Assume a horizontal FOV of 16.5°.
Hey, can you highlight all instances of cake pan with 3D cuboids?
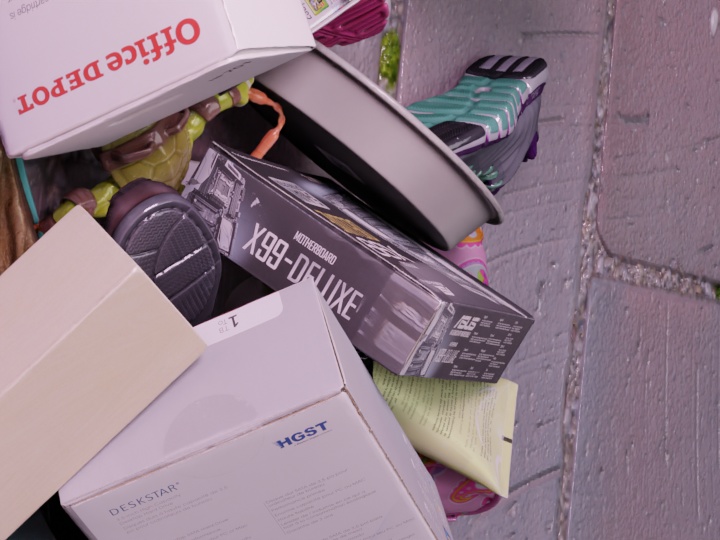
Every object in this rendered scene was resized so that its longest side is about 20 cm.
[{"bbox_3d":[-0.003,-0.078,1.462,0.037,0.200,0.200,-51,142,-5],"label":"cake pan"}]

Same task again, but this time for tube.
[{"bbox_3d":[0.010,0.065,1.437,0.199,0.052,0.058,24,96,-26],"label":"tube"}]

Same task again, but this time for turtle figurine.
[{"bbox_3d":[-0.133,-0.073,1.334,0.200,0.064,0.162,-38,116,-19],"label":"turtle figurine"}]

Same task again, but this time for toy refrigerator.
[{"bbox_3d":[-0.179,0.069,1.208,0.200,0.070,0.076,-44,138,-5],"label":"toy refrigerator"}]

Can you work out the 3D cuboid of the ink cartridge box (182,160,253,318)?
[{"bbox_3d":[-0.076,-0.012,1.483,0.199,0.037,0.095,7,87,-56],"label":"ink cartridge box"}]

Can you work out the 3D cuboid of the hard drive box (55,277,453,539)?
[{"bbox_3d":[-0.052,0.116,1.296,0.200,0.155,0.077,61,9,-49],"label":"hard drive box"}]

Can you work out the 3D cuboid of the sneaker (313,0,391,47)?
[{"bbox_3d":[-0.043,-0.212,1.459,0.200,0.081,0.089,50,35,-41],"label":"sneaker"}]

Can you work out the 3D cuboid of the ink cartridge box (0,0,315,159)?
[{"bbox_3d":[-0.128,-0.173,1.213,0.086,0.146,0.201,-16,85,-62],"label":"ink cartridge box"}]

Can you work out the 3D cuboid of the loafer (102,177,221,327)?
[{"bbox_3d":[-0.112,0.016,1.328,0.072,0.063,0.201,-31,145,-15],"label":"loafer"}]

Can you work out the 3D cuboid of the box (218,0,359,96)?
[{"bbox_3d":[-0.085,-0.207,1.333,0.110,0.035,0.201,-38,98,-29],"label":"box"}]

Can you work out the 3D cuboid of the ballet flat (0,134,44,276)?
[{"bbox_3d":[-0.186,-0.007,1.273,0.068,0.072,0.201,-124,-168,-62],"label":"ballet flat"}]

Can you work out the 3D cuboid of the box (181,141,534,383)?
[{"bbox_3d":[0.000,0.000,1.390,0.050,0.157,0.200,-58,162,6],"label":"box"}]

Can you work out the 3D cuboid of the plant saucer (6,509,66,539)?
[{"bbox_3d":[-0.173,0.230,1.359,0.200,0.027,0.202,-11,103,-59],"label":"plant saucer"}]

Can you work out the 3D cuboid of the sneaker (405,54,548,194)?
[{"bbox_3d":[0.079,-0.080,1.698,0.200,0.074,0.088,-36,128,-53],"label":"sneaker"}]

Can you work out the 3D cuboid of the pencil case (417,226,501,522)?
[{"bbox_3d":[0.043,0.055,1.547,0.087,0.087,0.201,46,33,-51],"label":"pencil case"}]

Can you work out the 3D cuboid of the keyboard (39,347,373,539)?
[{"bbox_3d":[-0.087,0.097,1.370,0.199,0.040,0.105,-15,132,-21],"label":"keyboard"}]
